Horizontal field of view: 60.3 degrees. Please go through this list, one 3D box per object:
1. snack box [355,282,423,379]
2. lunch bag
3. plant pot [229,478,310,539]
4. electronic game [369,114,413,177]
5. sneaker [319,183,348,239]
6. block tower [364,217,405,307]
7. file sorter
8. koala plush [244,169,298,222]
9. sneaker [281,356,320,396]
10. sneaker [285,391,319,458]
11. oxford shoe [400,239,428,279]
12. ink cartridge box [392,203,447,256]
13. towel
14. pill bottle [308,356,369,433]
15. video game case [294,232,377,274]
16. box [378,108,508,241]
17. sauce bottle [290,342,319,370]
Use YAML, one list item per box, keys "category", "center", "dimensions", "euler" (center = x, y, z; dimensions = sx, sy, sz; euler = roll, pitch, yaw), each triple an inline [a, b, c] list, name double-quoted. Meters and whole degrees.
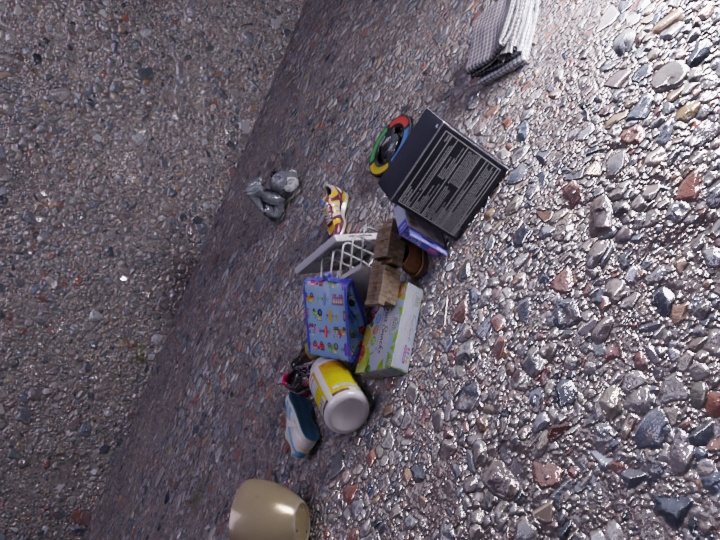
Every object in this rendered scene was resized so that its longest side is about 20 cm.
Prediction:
- category: "snack box"
  center: [0.066, 0.141, 1.422]
  dimensions: [0.141, 0.052, 0.203]
  euler: [-21, 49, 52]
- category: "lunch bag"
  center: [-0.067, 0.103, 1.497]
  dimensions: [0.149, 0.093, 0.204]
  euler: [3, 111, 43]
- category: "plant pot"
  center: [-0.189, 0.572, 1.397]
  dimensions: [0.132, 0.202, 0.203]
  euler: [-9, 50, 15]
- category: "electronic game"
  center: [0.089, -0.368, 1.833]
  dimensions: [0.200, 0.041, 0.203]
  euler: [-42, 34, 37]
- category: "sneaker"
  center: [-0.094, -0.179, 1.944]
  dimensions: [0.075, 0.089, 0.203]
  euler: [-37, 37, 41]
- category: "block tower"
  center: [0.062, -0.012, 1.427]
  dimensions: [0.054, 0.057, 0.204]
  euler: [-11, 62, 52]
- category: "file sorter"
  center: [0.000, 0.000, 1.558]
  dimensions: [0.199, 0.137, 0.127]
  euler: [-32, 45, 46]
- category: "koala plush"
  center: [-0.323, -0.316, 2.438]
  dimensions: [0.199, 0.185, 0.178]
  euler: [-37, 19, 5]
- category: "sneaker"
  center: [-0.134, 0.276, 1.643]
  dimensions: [0.199, 0.074, 0.082]
  euler: [-40, 35, 38]
- category: "sneaker"
  center: [-0.165, 0.391, 1.598]
  dimensions: [0.081, 0.076, 0.201]
  euler: [-57, 26, 17]
- category: "oxford shoe"
  center: [0.117, -0.074, 1.500]
  dimensions: [0.071, 0.070, 0.202]
  euler: [-46, 31, 34]
- category: "ink cartridge box"
  center: [0.134, -0.111, 1.445]
  dimensions: [0.042, 0.118, 0.202]
  euler: [-47, 31, 28]
- category: "towel"
  center: [0.340, -0.573, 1.514]
  dimensions: [0.165, 0.085, 0.203]
  euler: [-13, 56, 58]
- category: "pill bottle"
  center: [-0.058, 0.284, 1.460]
  dimensions: [0.110, 0.108, 0.200]
  euler: [-58, 27, 10]
- category: "video game case"
  center: [-0.056, -0.045, 1.681]
  dimensions: [0.199, 0.180, 0.024]
  euler: [-36, 69, 43]
- category: "box"
  center: [0.178, -0.210, 1.366]
  dimensions: [0.201, 0.196, 0.124]
  euler: [-54, 28, 16]
- category: "sauce bottle"
  center: [-0.122, 0.215, 1.683]
  dimensions: [0.200, 0.064, 0.066]
  euler: [-41, 34, 35]
